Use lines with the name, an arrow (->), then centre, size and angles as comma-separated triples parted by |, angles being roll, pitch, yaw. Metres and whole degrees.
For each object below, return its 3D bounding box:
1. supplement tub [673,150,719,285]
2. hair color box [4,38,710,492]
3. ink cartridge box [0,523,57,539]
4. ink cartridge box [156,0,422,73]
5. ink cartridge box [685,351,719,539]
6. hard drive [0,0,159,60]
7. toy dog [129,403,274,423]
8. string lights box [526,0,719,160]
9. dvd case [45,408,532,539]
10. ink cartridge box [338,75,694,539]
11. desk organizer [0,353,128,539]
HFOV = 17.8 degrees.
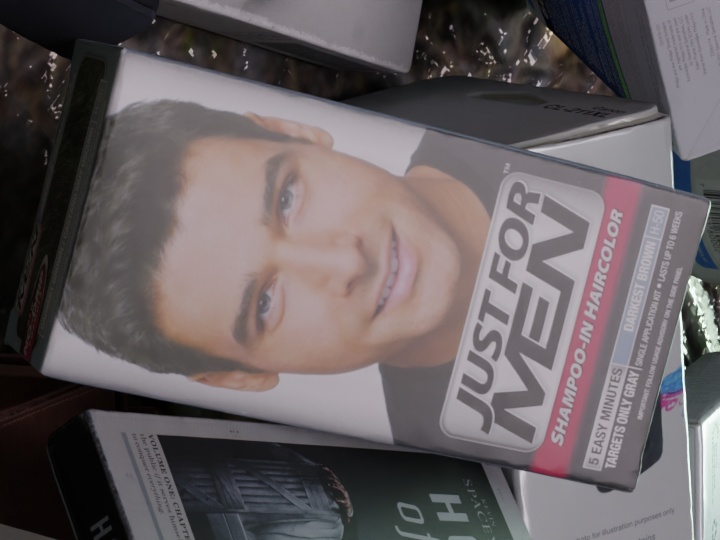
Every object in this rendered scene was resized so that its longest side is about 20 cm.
supplement tub -> 0.242, -0.049, 1.043 | 0.132, 0.200, 0.132 | -8, 101, -49
hair color box -> 0.000, 0.000, 0.720 | 0.200, 0.061, 0.099 | 13, 94, -21
ink cartridge box -> -0.144, 0.138, 0.624 | 0.086, 0.200, 0.147 | -30, 116, -41
ink cartridge box -> -0.045, -0.175, 0.816 | 0.200, 0.045, 0.176 | 12, 87, -49
ink cartridge box -> 0.160, 0.141, 1.027 | 0.200, 0.041, 0.200 | -19, 109, -64
hard drive -> -0.108, -0.155, 0.656 | 0.200, 0.042, 0.135 | 37, 62, -55
toy dog -> -0.041, 0.110, 0.815 | 0.132, 0.096, 0.200 | 95, -15, -66
string lights box -> 0.104, -0.127, 0.884 | 0.059, 0.200, 0.103 | -19, 115, -4
dvd case -> 0.004, 0.116, 0.692 | 0.200, 0.025, 0.150 | 9, 51, -51
ink cartridge box -> 0.045, 0.036, 0.862 | 0.083, 0.146, 0.200 | -13, 105, -31
desk organizer -> -0.119, 0.132, 0.738 | 0.077, 0.072, 0.200 | -21, 111, -59
